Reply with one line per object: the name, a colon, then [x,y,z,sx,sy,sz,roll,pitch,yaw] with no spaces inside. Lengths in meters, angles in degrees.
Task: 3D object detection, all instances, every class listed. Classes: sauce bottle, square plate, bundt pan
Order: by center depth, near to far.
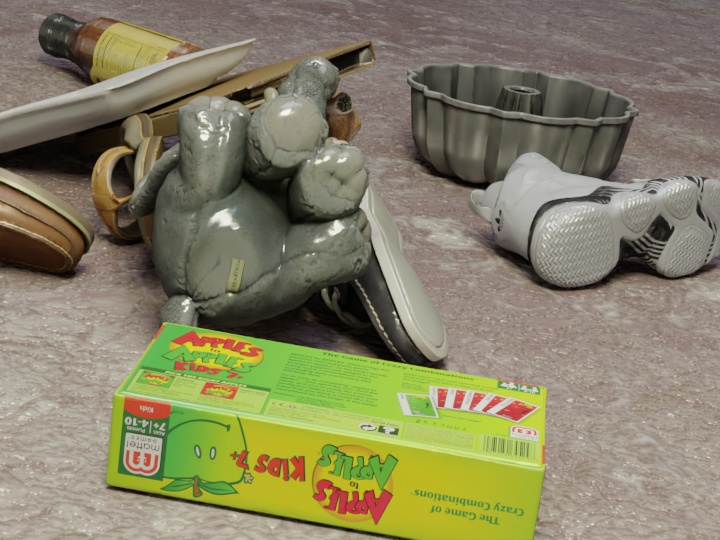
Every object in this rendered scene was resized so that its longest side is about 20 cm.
square plate: [-0.204,-0.127,1.250,0.198,0.029,0.198,-11,11,32]
bundt pan: [0.131,-0.118,1.397,0.199,0.077,0.202,8,18,-3]
sauce bottle: [-0.218,-0.196,1.508,0.199,0.067,0.066,23,23,39]

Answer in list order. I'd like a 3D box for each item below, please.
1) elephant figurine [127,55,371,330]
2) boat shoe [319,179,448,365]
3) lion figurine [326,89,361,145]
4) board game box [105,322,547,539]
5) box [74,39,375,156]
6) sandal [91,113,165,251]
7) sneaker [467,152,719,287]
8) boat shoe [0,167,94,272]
elephant figurine: [-0.064,-0.043,0.978,0.153,0.143,0.200,-11,11,-8]
boat shoe: [0.000,0.000,1.011,0.060,0.074,0.201,-32,39,6]
lion figurine: [-0.079,-0.106,1.285,0.198,0.073,0.122,-8,12,-28]
board game box: [-0.012,0.079,0.788,0.197,0.048,0.102,10,18,4]
box: [-0.105,-0.131,1.251,0.163,0.021,0.199,-26,12,-35]
sandal: [-0.155,-0.057,1.104,0.053,0.081,0.200,-12,20,-9]
sneaker: [0.176,-0.045,1.196,0.198,0.076,0.115,-9,27,-34]
boat shoe: [-0.265,-0.032,1.001,0.198,0.072,0.069,20,57,-3]
